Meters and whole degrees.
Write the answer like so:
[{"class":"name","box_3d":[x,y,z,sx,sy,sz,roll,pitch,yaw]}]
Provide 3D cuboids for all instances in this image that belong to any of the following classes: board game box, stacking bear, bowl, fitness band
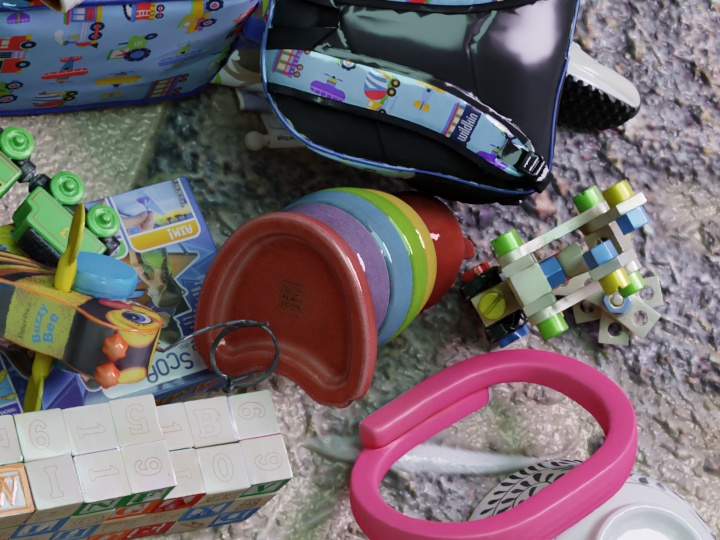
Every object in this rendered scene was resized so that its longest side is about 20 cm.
[{"class":"board game box","box_3d":[-0.175,0.030,1.457,0.200,0.034,0.135,-16,75,-27]},{"class":"stacking bear","box_3d":[0.000,0.000,1.486,0.121,0.114,0.200,15,18,25]},{"class":"bowl","box_3d":[0.167,0.204,1.494,0.201,0.094,0.201,9,66,-19]},{"class":"fitness band","box_3d":[0.084,0.119,1.485,0.200,0.037,0.144,-30,46,-32]}]

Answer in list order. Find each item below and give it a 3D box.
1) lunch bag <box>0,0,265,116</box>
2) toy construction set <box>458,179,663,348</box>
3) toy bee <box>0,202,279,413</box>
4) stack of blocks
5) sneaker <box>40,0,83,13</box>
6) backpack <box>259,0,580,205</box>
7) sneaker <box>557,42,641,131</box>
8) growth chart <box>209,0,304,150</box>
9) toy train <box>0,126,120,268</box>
[{"class":"lunch bag","box_3d":[-0.155,-0.156,1.473,0.200,0.151,0.094,5,66,-17]},{"class":"toy construction set","box_3d":[0.135,0.003,1.534,0.131,0.200,0.092,-30,73,5]},{"class":"toy bee","box_3d":[-0.157,0.026,1.357,0.200,0.109,0.131,-4,102,7]},{"class":"stack of blocks","box_3d":[-0.146,0.120,1.384,0.200,0.115,0.059,-7,71,-26]},{"class":"sneaker","box_3d":[-0.149,-0.192,1.376,0.200,0.073,0.085,-3,89,-20]},{"class":"backpack","box_3d":[0.028,-0.143,1.516,0.200,0.135,0.183,9,90,-14]},{"class":"sneaker","box_3d":[0.115,-0.174,1.652,0.200,0.070,0.093,23,67,-10]},{"class":"growth chart","box_3d":[-0.053,-0.167,1.609,0.145,0.018,0.200,-9,71,-25]},{"class":"toy train","box_3d":[-0.231,-0.068,1.427,0.200,0.042,0.056,42,55,-4]}]
